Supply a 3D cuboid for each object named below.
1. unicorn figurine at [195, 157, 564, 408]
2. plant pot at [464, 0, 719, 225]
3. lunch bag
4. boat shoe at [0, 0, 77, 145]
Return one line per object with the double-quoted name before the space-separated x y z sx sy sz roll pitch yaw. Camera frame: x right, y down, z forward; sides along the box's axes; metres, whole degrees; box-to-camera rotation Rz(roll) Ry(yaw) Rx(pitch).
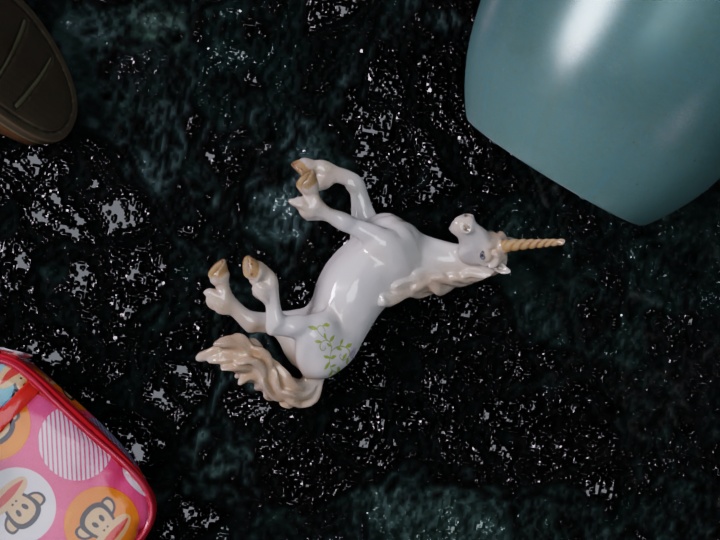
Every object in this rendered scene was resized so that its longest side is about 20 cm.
"unicorn figurine" 0.000 0.000 1.240 0.137 0.074 0.200 40 100 -21
"plant pot" 0.153 -0.125 1.197 0.200 0.201 0.162 29 100 -12
"lunch bag" -0.235 0.145 1.197 0.176 0.082 0.200 44 84 -7
"boat shoe" -0.249 -0.141 1.177 0.200 0.068 0.072 44 50 -28
